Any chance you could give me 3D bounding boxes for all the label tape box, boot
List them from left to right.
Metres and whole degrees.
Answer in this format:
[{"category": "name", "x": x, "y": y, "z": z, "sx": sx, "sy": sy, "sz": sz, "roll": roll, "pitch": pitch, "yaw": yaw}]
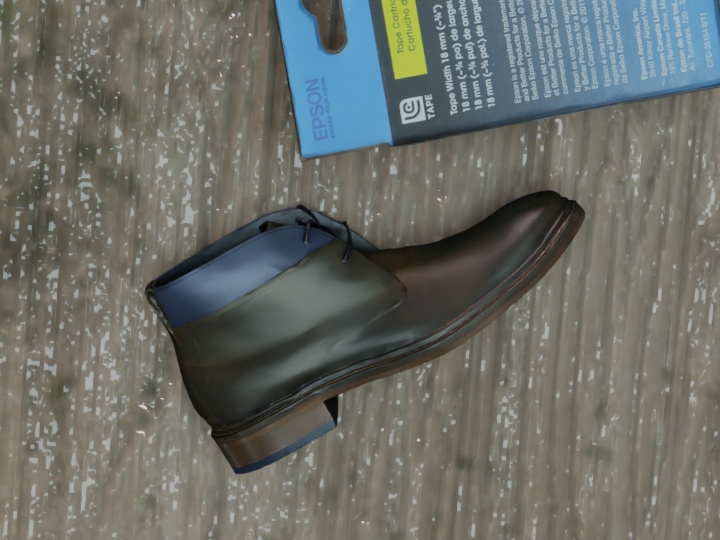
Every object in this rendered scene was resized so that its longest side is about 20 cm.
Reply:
[{"category": "boot", "x": 0.000, "y": 0.000, "z": 1.332, "sx": 0.200, "sy": 0.075, "sz": 0.097, "roll": -35, "pitch": 102, "yaw": 0}, {"category": "label tape box", "x": 0.056, "y": -0.138, "z": 1.327, "sx": 0.199, "sy": 0.063, "sz": 0.145, "roll": -10, "pitch": 98, "yaw": -5}]
